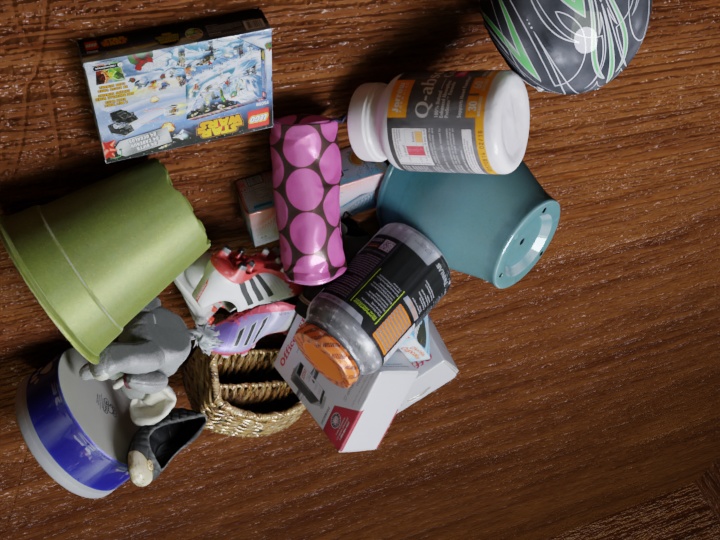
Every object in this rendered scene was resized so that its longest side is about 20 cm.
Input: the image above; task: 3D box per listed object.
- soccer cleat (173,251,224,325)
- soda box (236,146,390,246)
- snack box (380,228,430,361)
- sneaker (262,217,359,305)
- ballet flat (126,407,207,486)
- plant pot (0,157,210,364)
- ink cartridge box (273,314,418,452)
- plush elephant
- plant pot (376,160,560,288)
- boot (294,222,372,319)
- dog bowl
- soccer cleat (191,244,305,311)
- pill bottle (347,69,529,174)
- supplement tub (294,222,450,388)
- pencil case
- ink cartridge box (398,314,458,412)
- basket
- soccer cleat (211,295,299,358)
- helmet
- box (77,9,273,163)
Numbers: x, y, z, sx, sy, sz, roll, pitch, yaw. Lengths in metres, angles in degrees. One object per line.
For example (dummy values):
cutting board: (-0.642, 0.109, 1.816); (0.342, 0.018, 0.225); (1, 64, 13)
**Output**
soccer cleat: (-0.224, 0.017, 1.171); (0.070, 0.077, 0.200); (-54, 173, -23)
soda box: (-0.061, -0.102, 1.116); (0.197, 0.064, 0.069); (-18, 145, -12)
snack box: (0.066, 0.019, 1.244); (0.037, 0.203, 0.116); (-11, 151, 18)
sneaker: (-0.077, 0.006, 1.243); (0.198, 0.076, 0.088); (-27, 152, 0)
ballet flat: (-0.274, 0.240, 1.187); (0.056, 0.068, 0.200); (-13, -168, 13)
plant pot: (-0.281, -0.029, 0.975); (0.189, 0.201, 0.201); (-33, 148, -10)
ink cartridge box: (-0.028, 0.145, 1.247); (0.082, 0.200, 0.148); (6, 119, -44)
plush elephant: (-0.306, 0.117, 1.147); (0.198, 0.166, 0.155); (15, 132, -41)
plant pot: (0.154, -0.083, 1.121); (0.199, 0.187, 0.202); (-35, 147, -27)
boot: (0.000, 0.000, 1.189); (0.199, 0.077, 0.140); (-10, 125, -64)
dog bowl: (-0.383, 0.212, 1.188); (0.078, 0.202, 0.200); (-34, 146, 8)
soccer cleat: (-0.142, 0.017, 1.108); (0.085, 0.069, 0.199); (-48, 158, 16)
pill bottle: (0.091, -0.175, 0.998); (0.197, 0.118, 0.116); (6, 160, 30)
supplement tub: (0.015, 0.045, 1.081); (0.200, 0.122, 0.123); (-45, 153, -22)
pencil case: (-0.058, -0.088, 1.032); (0.093, 0.089, 0.204); (-23, 115, -59)
ink cartridge box: (0.043, 0.108, 1.336); (0.144, 0.202, 0.087); (-33, 153, 10)
basket: (-0.161, 0.167, 1.333); (0.198, 0.144, 0.150); (4, 136, -38)
soccer cleat: (-0.153, 0.071, 1.264); (0.198, 0.066, 0.078); (-15, 127, -43)
helmet: (0.226, -0.300, 0.933); (0.197, 0.192, 0.201); (-17, 145, -13)
box: (-0.193, -0.199, 0.918); (0.197, 0.040, 0.138); (-15, 143, -17)
